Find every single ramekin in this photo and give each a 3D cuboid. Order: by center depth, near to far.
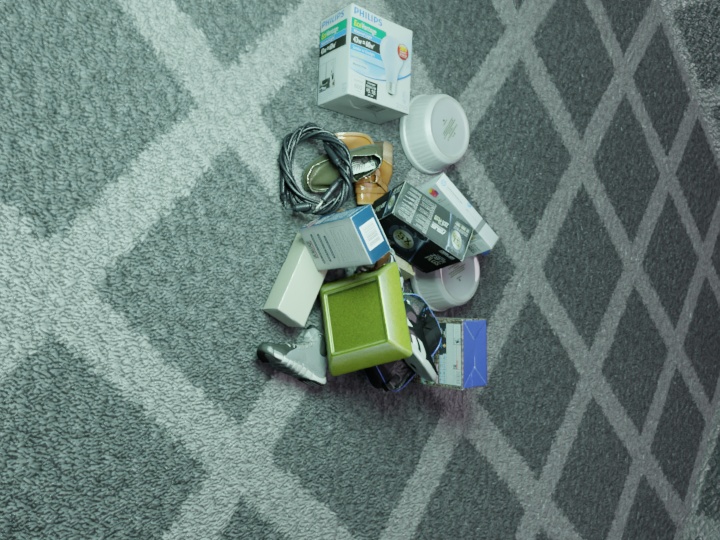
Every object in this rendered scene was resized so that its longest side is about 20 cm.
[{"bbox_3d":[0.226,0.003,1.636,0.199,0.093,0.209,2,87,-41],"label":"ramekin"},{"bbox_3d":[0.200,-0.361,1.640,0.199,0.093,0.209,3,86,-40],"label":"ramekin"}]

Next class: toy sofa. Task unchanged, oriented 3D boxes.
[{"bbox_3d":[0.106,-0.086,1.551,0.096,0.082,0.204,27,70,-18],"label":"toy sofa"}]

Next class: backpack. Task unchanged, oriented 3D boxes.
[{"bbox_3d":[0.074,0.153,1.466,0.199,0.146,0.186,-37,105,-24],"label":"backpack"}]

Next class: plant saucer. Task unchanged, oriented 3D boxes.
[{"bbox_3d":[-0.003,0.099,1.319,0.048,0.196,0.205,24,53,-60],"label":"plant saucer"}]

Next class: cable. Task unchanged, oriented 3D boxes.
[{"bbox_3d":[-0.094,-0.222,1.352,0.051,0.158,0.206,59,30,-78],"label":"cable"}]

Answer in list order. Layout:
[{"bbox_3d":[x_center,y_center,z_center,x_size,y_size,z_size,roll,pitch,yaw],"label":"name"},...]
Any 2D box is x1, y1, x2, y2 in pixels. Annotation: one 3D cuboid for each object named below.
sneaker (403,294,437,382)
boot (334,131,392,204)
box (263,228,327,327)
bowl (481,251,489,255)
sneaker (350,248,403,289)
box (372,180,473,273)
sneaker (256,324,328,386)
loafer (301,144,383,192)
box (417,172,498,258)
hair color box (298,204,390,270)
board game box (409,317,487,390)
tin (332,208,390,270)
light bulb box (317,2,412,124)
[{"bbox_3d":[0.128,0.135,1.372,0.112,0.073,0.201,-45,105,-23],"label":"sneaker"},{"bbox_3d":[-0.001,-0.234,1.477,0.196,0.073,0.160,7,90,-35],"label":"boot"},{"bbox_3d":[-0.127,0.013,1.354,0.082,0.068,0.204,37,65,-31],"label":"box"},{"bbox_3d":[0.276,-0.129,1.649,0.200,0.039,0.202,41,21,-18],"label":"bowl"},{"bbox_3d":[0.000,0.000,1.434,0.193,0.079,0.134,-9,94,-9],"label":"sneaker"},{"bbox_3d":[0.126,-0.091,1.424,0.197,0.163,0.088,32,68,-17],"label":"box"},{"bbox_3d":[-0.136,0.162,1.345,0.199,0.074,0.118,39,59,-44],"label":"sneaker"},{"bbox_3d":[-0.037,-0.228,1.398,0.196,0.070,0.077,-24,111,-6],"label":"loafer"},{"bbox_3d":[0.207,-0.117,1.474,0.200,0.155,0.041,45,64,-11],"label":"box"},{"bbox_3d":[-0.035,-0.062,1.262,0.060,0.198,0.102,-35,107,-32],"label":"hair color box"},{"bbox_3d":[0.205,0.198,1.548,0.095,0.197,0.165,3,87,-40],"label":"board game box"},{"bbox_3d":[-0.013,-0.067,1.343,0.041,0.198,0.114,-31,121,-25],"label":"tin"},{"bbox_3d":[0.012,-0.470,1.462,0.195,0.123,0.206,5,86,-40],"label":"light bulb box"}]
